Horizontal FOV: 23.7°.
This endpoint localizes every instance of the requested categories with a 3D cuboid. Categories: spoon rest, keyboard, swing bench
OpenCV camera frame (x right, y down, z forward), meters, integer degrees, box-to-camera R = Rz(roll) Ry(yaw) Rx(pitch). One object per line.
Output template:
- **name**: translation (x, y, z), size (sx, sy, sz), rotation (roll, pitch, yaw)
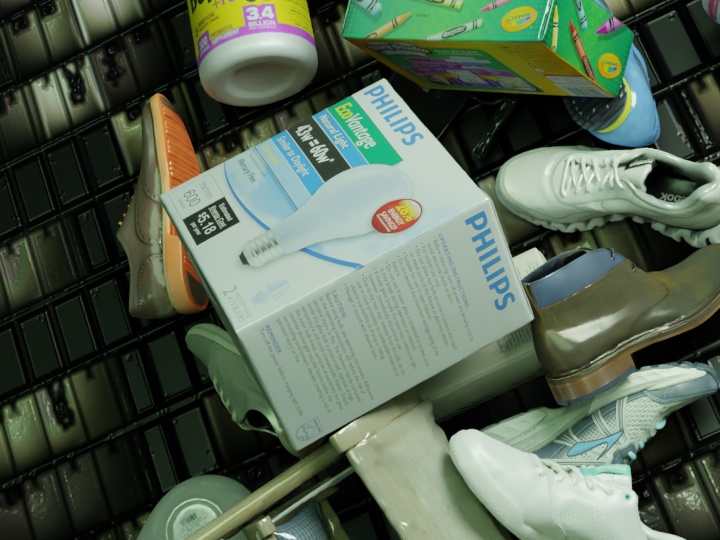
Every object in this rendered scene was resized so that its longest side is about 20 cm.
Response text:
- **spoon rest**: translation (-0.169, 0.239, 1.391), size (0.199, 0.061, 0.100), rotation (-28, 67, -8)
- **keyboard**: translation (0.085, -0.151, 1.452), size (0.127, 0.021, 0.201), rotation (34, 86, 30)
- **swing bench**: translation (0.012, 0.222, 1.257), size (0.199, 0.130, 0.200), rotation (-35, 84, 6)

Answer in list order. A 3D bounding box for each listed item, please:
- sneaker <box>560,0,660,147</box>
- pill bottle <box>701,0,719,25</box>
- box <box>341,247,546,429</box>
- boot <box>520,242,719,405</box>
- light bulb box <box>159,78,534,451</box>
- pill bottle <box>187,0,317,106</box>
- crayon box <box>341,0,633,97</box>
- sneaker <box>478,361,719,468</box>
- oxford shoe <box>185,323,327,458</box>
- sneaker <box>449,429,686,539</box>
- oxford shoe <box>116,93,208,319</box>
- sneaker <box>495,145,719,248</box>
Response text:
- **sneaker**: translation (0.189, -0.183, 1.409), size (0.066, 0.078, 0.201), rotation (-39, 56, 29)
- **pill bottle**: translation (0.370, -0.187, 1.320), size (0.113, 0.113, 0.200), rotation (-44, 66, 0)
- **box**: translation (0.072, 0.066, 1.356), size (0.199, 0.068, 0.083), rotation (-25, 67, 9)
- **boot**: translation (0.204, 0.008, 1.286), size (0.200, 0.075, 0.097), rotation (-35, 104, -26)
- **light bulb box**: translation (-0.013, -0.010, 1.257), size (0.199, 0.125, 0.198), rotation (-28, 39, -7)
- **pill bottle**: translation (-0.103, -0.253, 1.499), size (0.104, 0.104, 0.201), rotation (-17, 68, 12)
- **crayon box**: translation (0.098, -0.186, 1.353), size (0.199, 0.119, 0.059), rotation (8, 79, 40)
- **sneaker**: translation (0.185, 0.131, 1.306), size (0.199, 0.078, 0.087), rotation (-24, 80, 15)
- **oxford shoe**: translation (-0.089, 0.094, 1.365), size (0.058, 0.075, 0.200), rotation (-54, 40, -8)
- **sneaker**: translation (0.155, 0.166, 1.252), size (0.200, 0.075, 0.089), rotation (40, 103, -14)
- **oxford shoe**: translation (-0.180, -0.056, 1.478), size (0.072, 0.071, 0.201), rotation (-13, 69, 19)
- **sneaker**: translation (0.200, -0.070, 1.355), size (0.199, 0.081, 0.076), rotation (6, 76, 21)
